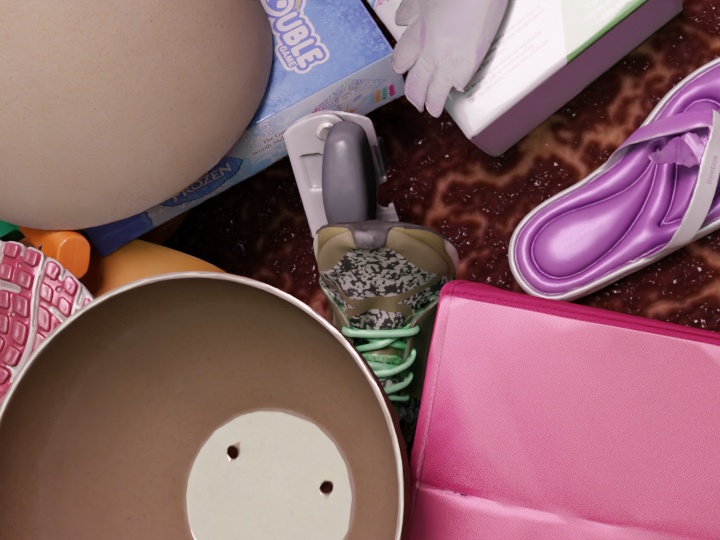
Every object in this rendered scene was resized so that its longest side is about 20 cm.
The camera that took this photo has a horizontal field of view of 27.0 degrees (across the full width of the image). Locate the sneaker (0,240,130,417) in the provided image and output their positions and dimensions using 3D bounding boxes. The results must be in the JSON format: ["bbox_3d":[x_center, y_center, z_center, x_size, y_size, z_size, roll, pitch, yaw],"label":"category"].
[{"bbox_3d":[-0.198,0.014,0.801,0.199,0.075,0.081,27,94,26],"label":"sneaker"}]

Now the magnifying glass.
[{"bbox_3d":[-0.196,-0.039,0.876,0.022,0.200,0.080,2,108,-27],"label":"magnifying glass"}]

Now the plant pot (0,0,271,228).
[{"bbox_3d":[-0.161,-0.143,0.793,0.198,0.135,0.202,-8,55,11],"label":"plant pot"}]

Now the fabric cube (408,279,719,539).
[{"bbox_3d":[0.138,0.122,0.783,0.198,0.196,0.202,10,89,16],"label":"fabric cube"}]

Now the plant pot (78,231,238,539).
[{"bbox_3d":[-0.147,0.084,0.882,0.198,0.200,0.185,9,73,16],"label":"plant pot"}]

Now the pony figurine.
[{"bbox_3d":[0.031,-0.208,0.780,0.200,0.167,0.194,36,85,32],"label":"pony figurine"}]

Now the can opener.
[{"bbox_3d":[0.000,0.000,0.852,0.052,0.067,0.201,-5,125,16],"label":"can opener"}]

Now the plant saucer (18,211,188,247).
[{"bbox_3d":[-0.193,-0.093,0.973,0.198,0.037,0.202,-1,87,17],"label":"plant saucer"}]

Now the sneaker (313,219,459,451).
[{"bbox_3d":[0.014,0.047,0.780,0.076,0.201,0.089,-1,57,4],"label":"sneaker"}]

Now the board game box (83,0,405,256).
[{"bbox_3d":[-0.103,-0.135,0.884,0.198,0.043,0.201,-28,56,-4],"label":"board game box"}]

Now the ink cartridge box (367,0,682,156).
[{"bbox_3d":[0.071,-0.193,0.877,0.144,0.084,0.201,-37,78,11],"label":"ink cartridge box"}]

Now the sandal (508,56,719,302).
[{"bbox_3d":[0.173,-0.049,0.858,0.202,0.050,0.083,-41,78,10],"label":"sandal"}]

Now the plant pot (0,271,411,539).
[{"bbox_3d":[-0.062,0.109,0.721,0.198,0.134,0.202,-2,82,14],"label":"plant pot"}]
